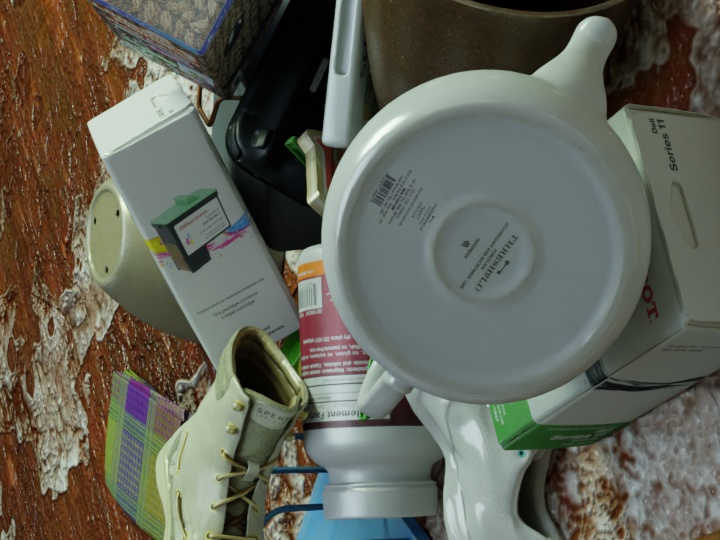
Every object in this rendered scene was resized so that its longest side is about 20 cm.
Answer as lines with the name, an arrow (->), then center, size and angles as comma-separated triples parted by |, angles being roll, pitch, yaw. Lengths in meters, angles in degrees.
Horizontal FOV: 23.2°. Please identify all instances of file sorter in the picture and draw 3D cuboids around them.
file sorter -> -0.039, 0.234, 1.369 | 0.200, 0.122, 0.139 | 51, 130, 49

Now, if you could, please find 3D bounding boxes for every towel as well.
towel -> -0.213, 0.189, 1.773 | 0.200, 0.023, 0.145 | 21, 107, 59

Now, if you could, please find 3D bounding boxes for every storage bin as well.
storage bin -> -0.063, -0.113, 1.432 | 0.200, 0.145, 0.135 | -124, 36, -45

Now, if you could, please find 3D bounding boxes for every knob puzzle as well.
knob puzzle -> 0.037, -0.035, 1.223 | 0.030, 0.219, 0.220 | -44, 46, 16

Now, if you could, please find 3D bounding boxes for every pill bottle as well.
pill bottle -> 0.012, 0.082, 1.300 | 0.113, 0.112, 0.201 | -13, 77, 59

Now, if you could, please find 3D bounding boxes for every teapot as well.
teapot -> 0.071, -0.023, 1.007 | 0.146, 0.199, 0.199 | -70, -34, -75

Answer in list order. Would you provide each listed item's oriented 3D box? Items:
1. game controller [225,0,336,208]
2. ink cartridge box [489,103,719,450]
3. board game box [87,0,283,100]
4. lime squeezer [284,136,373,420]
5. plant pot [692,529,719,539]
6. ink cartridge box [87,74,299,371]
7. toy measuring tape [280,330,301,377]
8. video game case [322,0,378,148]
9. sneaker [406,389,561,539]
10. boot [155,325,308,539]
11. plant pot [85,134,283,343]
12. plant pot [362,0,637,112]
game controller -> -0.027, -0.138, 1.320 | 0.042, 0.104, 0.201 | -32, 29, 52
ink cartridge box -> 0.154, 0.009, 1.086 | 0.200, 0.083, 0.147 | -41, 54, 51
board game box -> -0.109, -0.229, 1.262 | 0.160, 0.096, 0.200 | -62, -3, -2
lime squeezer -> 0.000, 0.000, 1.226 | 0.038, 0.070, 0.201 | -22, 83, 66
plant pot -> 0.213, 0.218, 0.918 | 0.200, 0.139, 0.202 | -3, 86, 59
ink cartridge box -> -0.134, -0.040, 1.400 | 0.201, 0.084, 0.145 | 64, 175, -20
toy measuring tape -> -0.006, 0.036, 1.405 | 0.201, 0.073, 0.074 | -57, 37, 8
video game case -> 0.023, -0.176, 1.248 | 0.023, 0.200, 0.183 | 7, 94, 17
sneaker -> 0.091, 0.104, 1.206 | 0.088, 0.075, 0.201 | -16, 91, 42
boot -> -0.087, 0.156, 1.275 | 0.155, 0.072, 0.201 | -58, 35, 33
plant pot -> -0.174, -0.031, 1.608 | 0.200, 0.134, 0.202 | -9, 80, 60
plant pot -> 0.078, -0.144, 1.159 | 0.201, 0.186, 0.187 | 101, 152, -44
